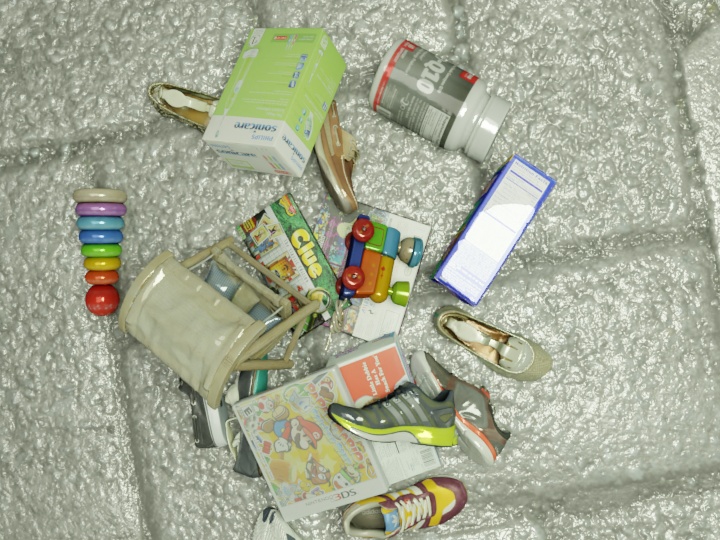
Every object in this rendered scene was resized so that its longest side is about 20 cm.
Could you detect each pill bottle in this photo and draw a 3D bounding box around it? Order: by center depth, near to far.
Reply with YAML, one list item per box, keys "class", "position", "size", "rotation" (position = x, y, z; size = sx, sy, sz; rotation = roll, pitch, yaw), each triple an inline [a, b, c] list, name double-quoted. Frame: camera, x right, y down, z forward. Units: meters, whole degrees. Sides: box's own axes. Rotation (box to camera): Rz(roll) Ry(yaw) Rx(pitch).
- class: "pill bottle"
  position: [0.120, -0.254, 1.016]
  size: [0.197, 0.114, 0.116]
  rotation: [29, 91, 7]

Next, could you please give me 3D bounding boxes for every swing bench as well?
- class: "swing bench"
  position: [-0.201, 0.064, 0.966]
  size: [0.197, 0.199, 0.132]
  rotation: [33, 112, 20]

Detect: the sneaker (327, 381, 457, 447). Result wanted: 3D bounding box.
- class: "sneaker"
  position: [0.047, 0.195, 0.941]
  size: [0.195, 0.074, 0.083]
  rotation: [9, 84, -20]

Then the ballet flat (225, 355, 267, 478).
- class: "ballet flat"
  position: [-0.181, 0.224, 1.060]
  size: [0.071, 0.073, 0.206]
  rotation: [-1, 90, 6]

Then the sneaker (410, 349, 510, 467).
- class: "sneaker"
  position: [0.154, 0.197, 1.031]
  size: [0.081, 0.077, 0.202]
  rotation: [-34, 85, -23]

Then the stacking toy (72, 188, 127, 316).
- class: "stacking toy"
  position: [-0.420, -0.028, 1.092]
  size: [0.083, 0.085, 0.206]
  rotation: [0, 92, 6]

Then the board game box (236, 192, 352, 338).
- class: "board game box"
  position: [-0.104, -0.007, 1.048]
  size: [0.103, 0.023, 0.203]
  rotation: [-31, 82, 5]

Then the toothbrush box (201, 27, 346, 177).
- class: "toothbrush box"
  position: [-0.127, -0.255, 1.011]
  size: [0.143, 0.086, 0.204]
  rotation: [10, 71, 31]

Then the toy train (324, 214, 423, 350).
- class: "toy train"
  position: [0.022, 0.030, 0.987]
  size: [0.113, 0.085, 0.205]
  rotation: [13, 76, -7]

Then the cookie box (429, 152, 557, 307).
- class: "cookie box"
  position: [0.184, -0.054, 0.975]
  size: [0.074, 0.171, 0.202]
  rotation: [33, 91, 3]

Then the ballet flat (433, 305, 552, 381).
- class: "ballet flat"
  position: [0.199, 0.115, 1.020]
  size: [0.196, 0.062, 0.069]
  rotation: [24, 91, 7]

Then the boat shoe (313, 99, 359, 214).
- class: "boat shoe"
  position: [-0.036, -0.185, 1.039]
  size: [0.070, 0.076, 0.204]
  rotation: [-19, 72, -4]

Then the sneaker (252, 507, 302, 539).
- class: "sneaker"
  position: [-0.082, 0.459, 1.040]
  size: [0.080, 0.129, 0.198]
  rotation: [-54, 46, 3]

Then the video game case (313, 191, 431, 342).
- class: "video game case"
  position: [0.000, 0.000, 1.060]
  size: [0.177, 0.036, 0.205]
  rotation: [17, 90, 7]

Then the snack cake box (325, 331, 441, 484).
- class: "snack cake box"
  position: [0.035, 0.211, 1.016]
  size: [0.113, 0.067, 0.204]
  rotation: [-20, 98, 6]

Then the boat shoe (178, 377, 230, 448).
- class: "boat shoe"
  position: [-0.258, 0.185, 1.074]
  size: [0.065, 0.070, 0.205]
  rotation: [-12, 94, 4]

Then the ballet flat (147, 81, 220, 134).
- class: "ballet flat"
  position: [-0.253, -0.256, 1.079]
  size: [0.196, 0.075, 0.069]
  rotation: [19, 89, 7]

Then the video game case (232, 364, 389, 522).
- class: "video game case"
  position: [-0.075, 0.260, 0.997]
  size: [0.179, 0.023, 0.204]
  rotation: [-22, 97, 18]

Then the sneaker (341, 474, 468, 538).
- class: "sneaker"
  position: [0.068, 0.365, 1.013]
  size: [0.195, 0.090, 0.077]
  rotation: [-16, 86, 6]
